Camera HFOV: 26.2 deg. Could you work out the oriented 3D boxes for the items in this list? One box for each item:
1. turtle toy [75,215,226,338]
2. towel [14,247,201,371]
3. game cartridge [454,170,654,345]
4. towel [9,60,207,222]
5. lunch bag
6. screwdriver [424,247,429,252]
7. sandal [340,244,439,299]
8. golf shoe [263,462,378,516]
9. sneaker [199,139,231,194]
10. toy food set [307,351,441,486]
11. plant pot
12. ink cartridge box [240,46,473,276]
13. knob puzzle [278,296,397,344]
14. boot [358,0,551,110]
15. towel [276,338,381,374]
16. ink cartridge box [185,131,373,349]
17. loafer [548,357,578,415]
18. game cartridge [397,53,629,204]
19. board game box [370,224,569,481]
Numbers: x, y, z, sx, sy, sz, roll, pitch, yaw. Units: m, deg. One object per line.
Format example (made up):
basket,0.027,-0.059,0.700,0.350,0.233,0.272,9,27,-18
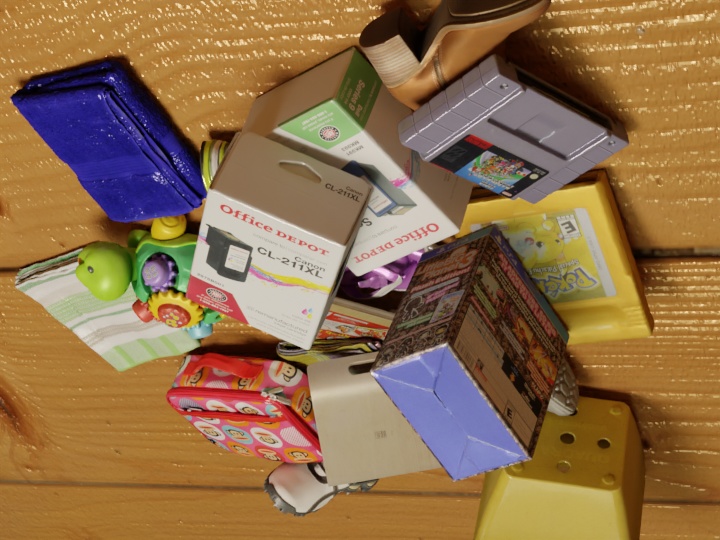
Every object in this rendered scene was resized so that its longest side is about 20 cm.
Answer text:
turtle toy,-0.222,0.010,1.761,0.200,0.101,0.146,19,142,-5
towel,-0.310,0.052,1.900,0.149,0.031,0.200,-16,133,34
game cartridge,0.199,-0.004,1.627,0.176,0.032,0.200,-8,121,27
towel,-0.263,-0.129,1.646,0.148,0.050,0.200,-10,135,27
lunch bag,-0.136,0.162,1.918,0.200,0.082,0.176,0,143,38
screwdriver,0.075,-0.009,1.668,0.028,0.029,0.200,-12,124,10
sandal,0.002,0.005,1.723,0.203,0.050,0.082,0,140,18
golf shoe,-0.038,0.247,1.962,0.078,0.200,0.094,52,128,18
sneaker,-0.099,-0.059,1.652,0.081,0.074,0.200,-11,129,21
toy food set,0.019,0.173,1.838,0.143,0.060,0.200,-9,132,0
plant pot,0.241,0.253,1.844,0.200,0.200,0.176,7,135,9
ink cartridge box,-0.005,-0.104,1.554,0.145,0.088,0.200,-22,126,37
knob puzzle,-0.027,0.060,1.801,0.220,0.030,0.220,7,161,3
boot,0.116,-0.191,1.427,0.200,0.077,0.155,-21,135,28
towel,0.001,0.134,1.876,0.144,0.023,0.200,-5,147,32
ink cartridge box,-0.085,-0.027,1.542,0.146,0.083,0.200,23,146,2
loafer,0.174,0.098,1.774,0.070,0.070,0.200,-22,121,44
game cartridge,0.145,-0.126,1.462,0.200,0.038,0.130,20,134,-42
board game box,0.116,0.083,1.578,0.097,0.200,0.159,-22,115,33
